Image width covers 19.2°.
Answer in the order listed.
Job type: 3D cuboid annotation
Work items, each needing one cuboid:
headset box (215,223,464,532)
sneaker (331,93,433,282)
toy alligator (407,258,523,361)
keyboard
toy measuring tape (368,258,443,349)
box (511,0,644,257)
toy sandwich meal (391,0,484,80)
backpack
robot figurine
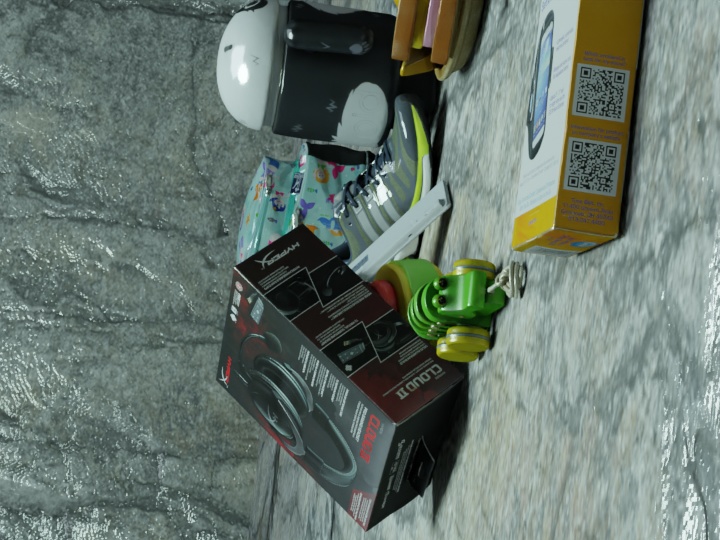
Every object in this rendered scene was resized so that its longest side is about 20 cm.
[{"bbox_3d":[-0.013,0.088,1.613,0.200,0.077,0.149,45,147,22],"label":"headset box"},{"bbox_3d":[0.018,-0.067,1.897,0.074,0.080,0.201,-93,12,-58],"label":"sneaker"},{"bbox_3d":[0.066,0.021,1.461,0.200,0.054,0.060,120,156,-75],"label":"toy alligator"},{"bbox_3d":[0.000,0.000,1.783,0.200,0.011,0.056,-42,13,14],"label":"keyboard"},{"bbox_3d":[0.023,0.013,1.663,0.200,0.073,0.074,-141,56,-59],"label":"toy measuring tape"},{"bbox_3d":[0.122,-0.112,1.170,0.119,0.041,0.202,146,133,-82],"label":"box"},{"bbox_3d":[0.061,-0.247,1.756,0.205,0.070,0.207,-173,90,-84],"label":"toy sandwich meal"},{"bbox_3d":[-0.059,-0.027,2.335,0.178,0.149,0.202,122,150,-73],"label":"backpack"},{"bbox_3d":[-0.030,-0.180,1.927,0.125,0.198,0.151,-90,9,-55],"label":"robot figurine"}]
